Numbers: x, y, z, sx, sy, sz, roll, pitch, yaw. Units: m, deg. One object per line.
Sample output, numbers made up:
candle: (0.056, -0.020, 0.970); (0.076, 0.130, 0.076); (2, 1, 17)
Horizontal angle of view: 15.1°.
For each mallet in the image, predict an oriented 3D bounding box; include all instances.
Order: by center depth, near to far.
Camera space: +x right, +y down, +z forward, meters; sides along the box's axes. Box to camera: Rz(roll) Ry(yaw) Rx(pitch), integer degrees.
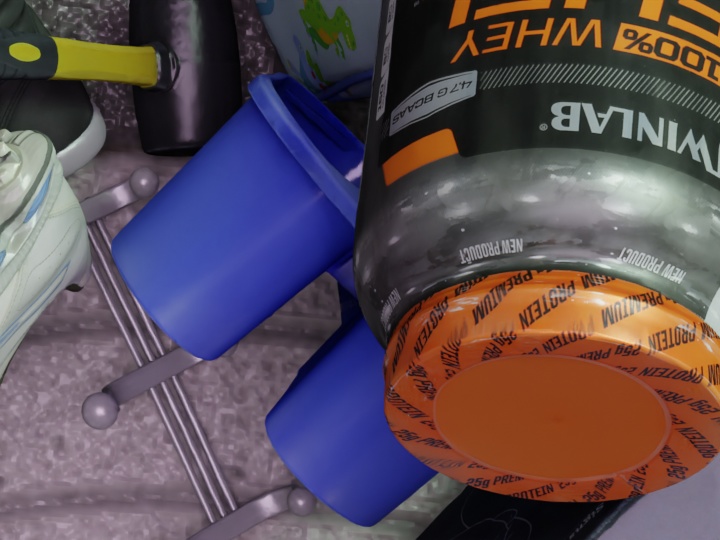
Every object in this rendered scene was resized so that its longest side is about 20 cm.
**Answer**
mallet: (-0.106, -0.084, 0.947); (0.041, 0.200, 0.066); (-6, 81, 31)

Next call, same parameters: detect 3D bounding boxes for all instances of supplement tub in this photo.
supplement tub: (0.063, -0.042, 0.793); (0.122, 0.123, 0.200); (9, 58, -5)

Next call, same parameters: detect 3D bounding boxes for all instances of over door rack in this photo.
over door rack: (-0.125, 0.065, 0.971); (0.200, 0.067, 0.148); (-27, 93, -26)

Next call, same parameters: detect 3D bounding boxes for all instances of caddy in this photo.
caddy: (0.000, 0.000, 0.920); (0.105, 0.200, 0.141); (-42, 92, 5)

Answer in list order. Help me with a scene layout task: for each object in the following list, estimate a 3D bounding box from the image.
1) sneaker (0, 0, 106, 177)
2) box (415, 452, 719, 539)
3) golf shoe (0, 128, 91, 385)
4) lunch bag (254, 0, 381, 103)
sneaker: (-0.198, -0.052, 0.970); (0.200, 0.071, 0.099); (-25, 124, -10)
box: (0.090, 0.120, 0.879); (0.124, 0.197, 0.200); (44, 88, -4)
golf shoe: (-0.160, 0.043, 0.891); (0.200, 0.097, 0.078); (-47, 54, -9)
lunch bag: (0.006, -0.162, 0.956); (0.082, 0.161, 0.200); (-14, 90, -18)
